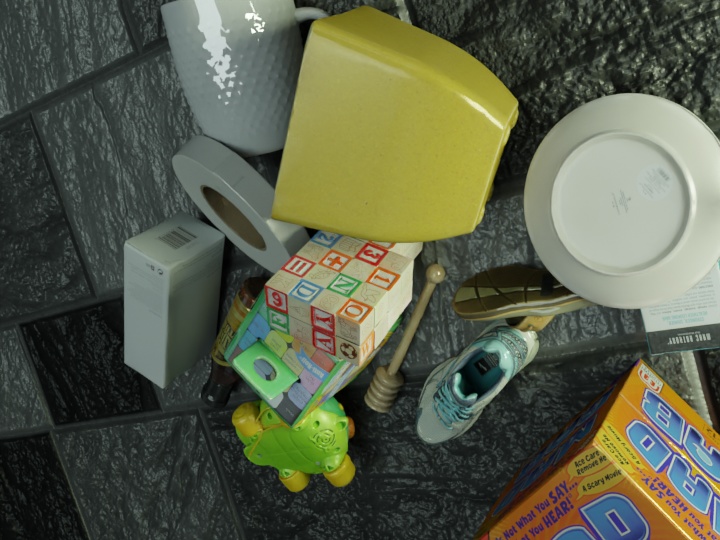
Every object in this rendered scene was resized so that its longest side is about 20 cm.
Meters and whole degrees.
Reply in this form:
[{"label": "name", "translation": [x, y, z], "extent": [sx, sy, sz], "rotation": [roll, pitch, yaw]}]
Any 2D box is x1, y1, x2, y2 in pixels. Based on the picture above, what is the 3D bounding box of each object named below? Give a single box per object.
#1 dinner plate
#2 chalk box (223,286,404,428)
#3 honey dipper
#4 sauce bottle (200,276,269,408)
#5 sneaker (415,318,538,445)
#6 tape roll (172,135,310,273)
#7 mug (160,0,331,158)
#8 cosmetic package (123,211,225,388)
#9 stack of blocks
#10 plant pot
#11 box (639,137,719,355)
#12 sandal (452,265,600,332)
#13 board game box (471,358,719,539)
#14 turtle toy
[{"label": "dinner plate", "translation": [0.244, -0.062, 0.780], "extent": [0.198, 0.024, 0.204], "rotation": [6, 102, 30]}, {"label": "chalk box", "translation": [-0.064, 0.082, 0.966], "extent": [0.124, 0.199, 0.124], "rotation": [43, 122, 11]}, {"label": "honey dipper", "translation": [0.057, 0.081, 0.994], "extent": [0.038, 0.038, 0.202], "rotation": [32, 116, 18]}, {"label": "sauce bottle", "translation": [-0.163, 0.102, 1.112], "extent": [0.066, 0.066, 0.202], "rotation": [36, 118, 16]}, {"label": "sneaker", "translation": [0.113, 0.132, 0.944], "extent": [0.078, 0.086, 0.201], "rotation": [43, 121, 13]}, {"label": "tape roll", "translation": [-0.140, -0.073, 0.986], "extent": [0.202, 0.037, 0.203], "rotation": [39, 162, 14]}, {"label": "mug", "translation": [-0.107, -0.229, 0.942], "extent": [0.197, 0.148, 0.178], "rotation": [-12, 107, 2]}, {"label": "cosmetic package", "translation": [-0.247, 0.040, 1.097], "extent": [0.080, 0.113, 0.202], "rotation": [28, 126, 20]}, {"label": "stack of blocks", "translation": [0.000, 0.000, 0.898], "extent": [0.114, 0.200, 0.059], "rotation": [20, 134, 21]}, {"label": "plant pot", "translation": [0.048, -0.136, 0.847], "extent": [0.197, 0.196, 0.197], "rotation": [19, 115, 8]}, {"label": "box", "translation": [0.303, -0.024, 0.805], "extent": [0.081, 0.049, 0.203], "rotation": [-10, 100, 33]}, {"label": "sandal", "translation": [0.190, 0.034, 0.884], "extent": [0.197, 0.081, 0.055], "rotation": [-7, 122, 28]}, {"label": "board game box", "translation": [0.263, 0.254, 0.827], "extent": [0.200, 0.199, 0.200], "rotation": [45, 123, 11]}, {"label": "turtle toy", "translation": [-0.091, 0.202, 1.078], "extent": [0.198, 0.102, 0.147], "rotation": [-16, 120, 35]}]
